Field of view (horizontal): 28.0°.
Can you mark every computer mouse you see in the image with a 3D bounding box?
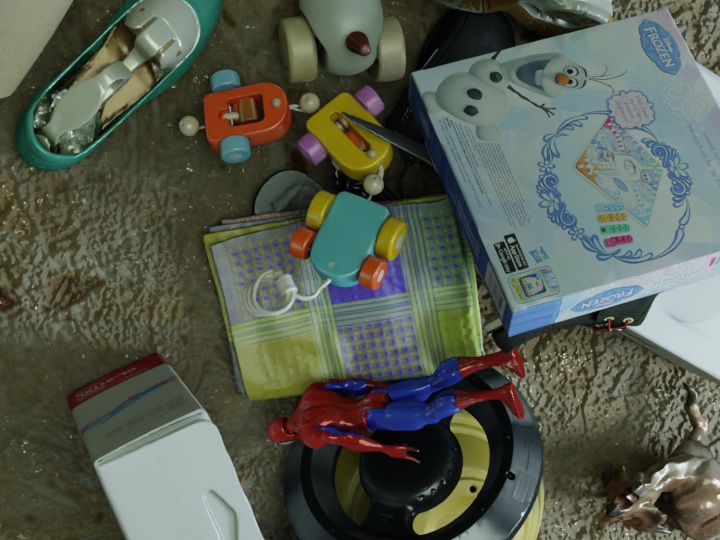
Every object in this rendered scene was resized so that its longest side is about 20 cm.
[{"bbox_3d":[0.085,-0.103,1.116,0.140,0.046,0.200,37,80,-17],"label":"computer mouse"}]

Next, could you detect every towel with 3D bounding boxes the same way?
[{"bbox_3d":[-0.012,0.022,1.091,0.199,0.023,0.144,-7,101,9],"label":"towel"}]

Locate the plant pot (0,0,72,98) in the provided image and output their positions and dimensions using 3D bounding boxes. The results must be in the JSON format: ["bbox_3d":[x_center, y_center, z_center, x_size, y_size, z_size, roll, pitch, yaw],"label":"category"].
[{"bbox_3d":[-0.255,-0.224,0.958,0.187,0.187,0.200,14,108,-17],"label":"plant pot"}]

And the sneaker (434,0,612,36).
[{"bbox_3d":[0.111,-0.240,1.088,0.200,0.076,0.088,12,77,-42],"label":"sneaker"}]

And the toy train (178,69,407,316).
[{"bbox_3d":[-0.044,-0.059,1.051,0.150,0.056,0.200,-15,68,3],"label":"toy train"}]

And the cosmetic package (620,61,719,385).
[{"bbox_3d":[0.260,-0.036,1.143,0.199,0.123,0.200,29,91,-15],"label":"cosmetic package"}]

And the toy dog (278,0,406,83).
[{"bbox_3d":[-0.017,-0.224,1.054,0.132,0.096,0.200,-28,104,-11],"label":"toy dog"}]

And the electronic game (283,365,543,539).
[{"bbox_3d":[0.038,0.146,1.082,0.200,0.200,0.042,-36,140,-9],"label":"electronic game"}]

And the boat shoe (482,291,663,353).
[{"bbox_3d":[0.183,0.013,1.029,0.201,0.074,0.063,-25,91,-13],"label":"boat shoe"}]

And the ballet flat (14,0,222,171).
[{"bbox_3d":[-0.167,-0.146,1.036,0.200,0.070,0.067,-46,106,-6],"label":"ballet flat"}]

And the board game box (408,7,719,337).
[{"bbox_3d":[0.159,-0.073,0.999,0.199,0.043,0.200,-16,63,-9],"label":"board game box"}]

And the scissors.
[{"bbox_3d":[0.081,-0.072,1.040,0.200,0.014,0.073,37,63,-2],"label":"scissors"}]

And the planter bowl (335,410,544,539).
[{"bbox_3d":[0.068,0.199,1.143,0.200,0.083,0.201,-2,99,-16],"label":"planter bowl"}]

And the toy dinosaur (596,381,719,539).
[{"bbox_3d":[0.275,0.191,1.206,0.136,0.086,0.200,-46,123,5],"label":"toy dinosaur"}]

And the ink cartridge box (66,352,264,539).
[{"bbox_3d":[-0.135,0.155,1.017,0.083,0.200,0.146,-24,103,-12],"label":"ink cartridge box"}]

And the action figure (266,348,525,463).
[{"bbox_3d":[0.022,0.103,1.063,0.200,0.066,0.052,-11,135,18],"label":"action figure"}]

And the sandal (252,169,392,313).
[{"bbox_3d":[0.000,0.000,1.116,0.200,0.045,0.075,39,86,-17],"label":"sandal"}]
